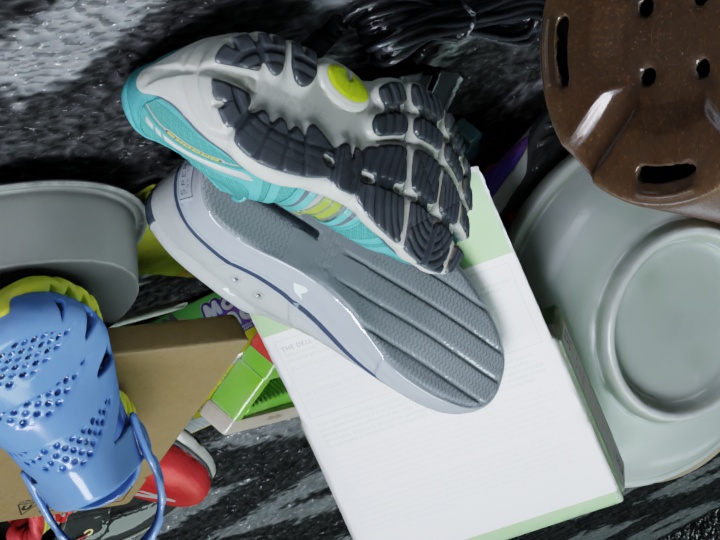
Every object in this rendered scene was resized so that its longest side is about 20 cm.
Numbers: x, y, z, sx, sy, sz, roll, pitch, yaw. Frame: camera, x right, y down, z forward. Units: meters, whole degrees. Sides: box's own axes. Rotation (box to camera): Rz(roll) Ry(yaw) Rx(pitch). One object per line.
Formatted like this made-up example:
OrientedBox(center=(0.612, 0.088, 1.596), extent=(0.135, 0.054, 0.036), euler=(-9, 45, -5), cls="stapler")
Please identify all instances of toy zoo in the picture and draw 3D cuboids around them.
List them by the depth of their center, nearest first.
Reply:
OrientedBox(center=(0.000, 0.000, 1.358), extent=(0.200, 0.020, 0.131), euler=(-54, 165, 15), cls="toy zoo")

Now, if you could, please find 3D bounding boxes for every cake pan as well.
OrientedBox(center=(-0.192, 0.016, 1.198), extent=(0.199, 0.037, 0.200), euler=(-18, 163, -5), cls="cake pan")

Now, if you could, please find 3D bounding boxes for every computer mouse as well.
OrientedBox(center=(-0.008, -0.068, 1.196), extent=(0.140, 0.046, 0.200), euler=(-6, 158, -49), cls="computer mouse")

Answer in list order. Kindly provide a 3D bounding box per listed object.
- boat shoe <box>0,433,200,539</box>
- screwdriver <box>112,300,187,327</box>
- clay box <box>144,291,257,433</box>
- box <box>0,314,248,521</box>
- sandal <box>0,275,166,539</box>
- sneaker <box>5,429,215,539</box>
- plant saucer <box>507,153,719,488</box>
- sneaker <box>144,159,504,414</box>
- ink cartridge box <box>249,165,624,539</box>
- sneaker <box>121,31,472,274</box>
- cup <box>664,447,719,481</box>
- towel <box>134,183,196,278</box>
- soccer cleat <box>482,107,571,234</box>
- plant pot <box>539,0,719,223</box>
OrientedBox(center=(-0.192, 0.146, 1.618), extent=(0.200, 0.074, 0.063), euler=(-15, 172, -15), cls="boat shoe")
OrientedBox(center=(-0.181, 0.046, 1.356), extent=(0.199, 0.029, 0.028), euler=(-10, 162, -26), cls="screwdriver")
OrientedBox(center=(-0.059, 0.040, 1.497), extent=(0.199, 0.048, 0.115), euler=(-26, 163, 6), cls="clay box")
OrientedBox(center=(-0.173, 0.082, 1.278), extent=(0.199, 0.021, 0.164), euler=(-5, 147, -36), cls="box")
OrientedBox(center=(-0.136, 0.074, 1.180), extent=(0.079, 0.087, 0.200), euler=(-28, 148, 0), cls="sandal")
OrientedBox(center=(-0.173, 0.115, 1.410), extent=(0.199, 0.085, 0.077), euler=(16, 150, -31), cls="sneaker")
OrientedBox(center=(0.161, 0.023, 1.343), extent=(0.199, 0.201, 0.050), euler=(-16, -162, -26), cls="plant saucer")
OrientedBox(center=(-0.016, 0.003, 1.217), extent=(0.071, 0.200, 0.073), euler=(-15, -138, 56), cls="sneaker")
OrientedBox(center=(0.035, 0.049, 1.287), extent=(0.145, 0.201, 0.048), euler=(-19, -161, 15), cls="ink cartridge box")
OrientedBox(center=(-0.021, -0.055, 1.122), extent=(0.079, 0.078, 0.200), euler=(-4, 157, 42), cls="sneaker")
OrientedBox(center=(0.120, 0.019, 1.450), extent=(0.143, 0.201, 0.200), euler=(7, 149, -40), cls="cup")
OrientedBox(center=(-0.081, -0.015, 1.329), extent=(0.086, 0.018, 0.200), euler=(-31, 163, 25), cls="towel")
OrientedBox(center=(0.083, -0.039, 1.357), extent=(0.200, 0.068, 0.073), euler=(-49, -154, -12), cls="soccer cleat")
OrientedBox(center=(0.201, -0.100, 1.152), extent=(0.198, 0.201, 0.200), euler=(4, 151, -44), cls="plant pot")
